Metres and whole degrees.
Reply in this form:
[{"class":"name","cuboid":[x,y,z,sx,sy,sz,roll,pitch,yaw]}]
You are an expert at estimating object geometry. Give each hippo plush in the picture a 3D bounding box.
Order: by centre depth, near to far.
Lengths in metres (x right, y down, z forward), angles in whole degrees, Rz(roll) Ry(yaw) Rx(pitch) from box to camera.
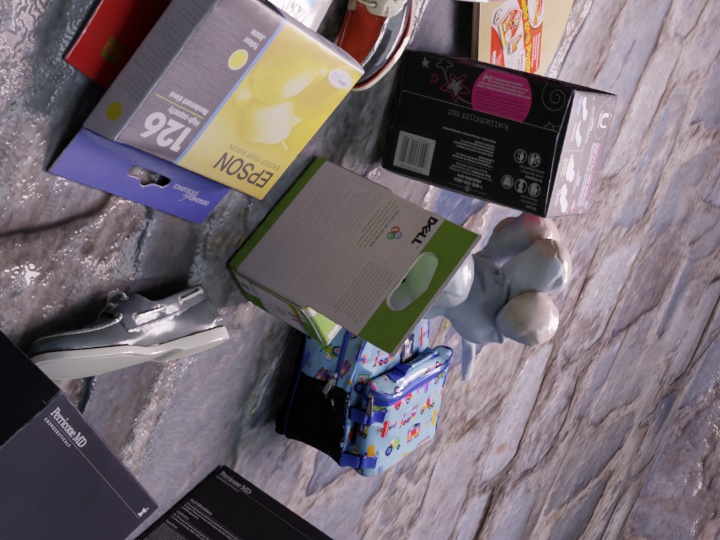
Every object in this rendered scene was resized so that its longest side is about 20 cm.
[{"class":"hippo plush","cuboid":[0.103,-0.001,1.203,0.200,0.160,0.160,-32,-138,60]}]

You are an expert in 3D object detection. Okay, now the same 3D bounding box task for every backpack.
[{"class":"backpack","cuboid":[0.014,0.095,1.280,0.182,0.134,0.201,-18,125,-52]}]

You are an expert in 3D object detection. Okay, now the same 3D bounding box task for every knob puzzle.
[{"class":"knob puzzle","cuboid":[0.180,-0.276,1.342,0.219,0.030,0.221,-37,141,-37]}]

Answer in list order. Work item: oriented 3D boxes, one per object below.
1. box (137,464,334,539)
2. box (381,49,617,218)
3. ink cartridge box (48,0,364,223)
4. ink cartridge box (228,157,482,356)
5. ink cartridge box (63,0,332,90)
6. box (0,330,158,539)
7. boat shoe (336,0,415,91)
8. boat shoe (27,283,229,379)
[{"class":"box","cuboid":[-0.111,0.307,1.178,0.141,0.199,0.079,-40,143,-33]},{"class":"box","cuboid":[0.141,-0.141,1.205,0.114,0.199,0.133,-8,114,-54]},{"class":"ink cartridge box","cuboid":[-0.115,-0.122,0.932,0.200,0.047,0.197,-52,151,11]},{"class":"ink cartridge box","cuboid":[0.000,0.000,1.107,0.148,0.199,0.076,-52,149,-18]},{"class":"ink cartridge box","cuboid":[-0.117,-0.193,0.925,0.177,0.045,0.200,-62,150,-4]},{"class":"box","cuboid":[-0.280,0.173,0.884,0.182,0.104,0.200,-43,146,-17]},{"class":"boat shoe","cuboid":[0.020,-0.262,1.061,0.062,0.071,0.201,23,92,-54]},{"class":"boat shoe","cuboid":[-0.199,0.049,0.995,0.199,0.073,0.062,-7,76,-48]}]
